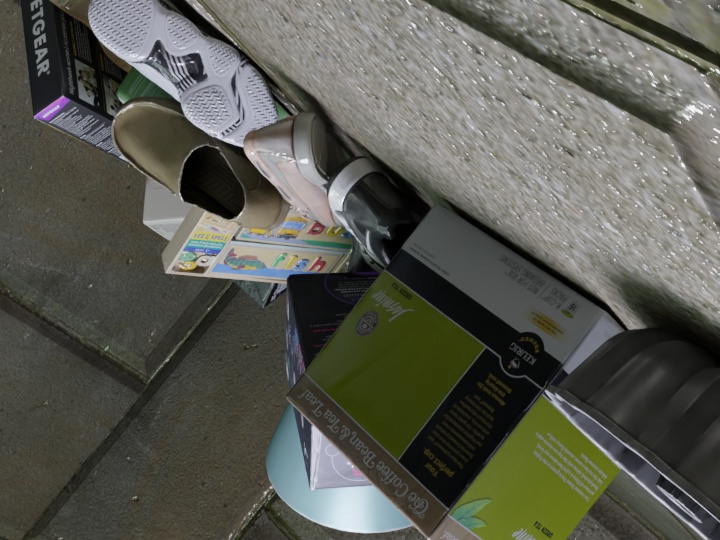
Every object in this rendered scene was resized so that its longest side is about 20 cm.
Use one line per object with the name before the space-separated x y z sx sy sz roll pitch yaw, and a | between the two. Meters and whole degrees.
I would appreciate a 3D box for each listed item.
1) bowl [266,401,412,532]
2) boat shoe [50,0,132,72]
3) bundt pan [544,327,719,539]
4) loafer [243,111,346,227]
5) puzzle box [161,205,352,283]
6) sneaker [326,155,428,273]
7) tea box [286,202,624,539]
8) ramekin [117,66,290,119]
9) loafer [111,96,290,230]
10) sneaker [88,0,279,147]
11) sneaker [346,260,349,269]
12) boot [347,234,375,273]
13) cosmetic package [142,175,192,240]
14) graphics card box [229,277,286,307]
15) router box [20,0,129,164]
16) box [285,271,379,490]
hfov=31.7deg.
bowl | 0.004 0.155 1.276 0.200 0.199 0.106 38 136 42
boat shoe | -0.265 -0.282 1.377 0.200 0.073 0.064 38 -136 -29
bundt pan | 0.205 0.105 0.730 0.201 0.076 0.202 40 178 2
loafer | -0.051 -0.088 1.121 0.062 0.073 0.200 -3 165 9
puzzle box | -0.091 -0.036 1.317 0.198 0.133 0.026 5 -128 -32
sneaker | 0.039 -0.022 1.125 0.090 0.066 0.200 44 178 32
tea box | 0.086 0.093 0.947 0.134 0.197 0.200 42 178 -42
ramekin | -0.155 -0.159 1.306 0.199 0.098 0.200 40 178 2
loafer | -0.154 -0.103 1.170 0.198 0.077 0.067 28 -168 17
sneaker | -0.156 -0.189 1.168 0.199 0.075 0.115 38 -175 -8
sneaker | 0.014 -0.020 1.426 0.200 0.081 0.076 45 177 -40
boot | 0.000 0.000 1.284 0.070 0.132 0.200 38 171 39
cosmetic package | -0.176 -0.095 1.680 0.197 0.089 0.103 -2 163 16
graphics card box | -0.093 -0.052 1.475 0.125 0.200 0.051 40 133 12
router box | -0.302 -0.235 1.408 0.149 0.051 0.202 28 -137 -52
box | 0.000 0.096 1.163 0.120 0.107 0.201 -2 -150 -9
